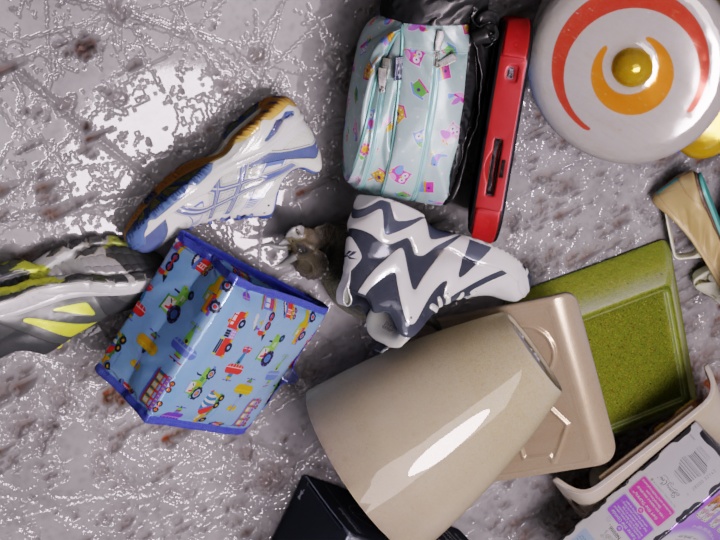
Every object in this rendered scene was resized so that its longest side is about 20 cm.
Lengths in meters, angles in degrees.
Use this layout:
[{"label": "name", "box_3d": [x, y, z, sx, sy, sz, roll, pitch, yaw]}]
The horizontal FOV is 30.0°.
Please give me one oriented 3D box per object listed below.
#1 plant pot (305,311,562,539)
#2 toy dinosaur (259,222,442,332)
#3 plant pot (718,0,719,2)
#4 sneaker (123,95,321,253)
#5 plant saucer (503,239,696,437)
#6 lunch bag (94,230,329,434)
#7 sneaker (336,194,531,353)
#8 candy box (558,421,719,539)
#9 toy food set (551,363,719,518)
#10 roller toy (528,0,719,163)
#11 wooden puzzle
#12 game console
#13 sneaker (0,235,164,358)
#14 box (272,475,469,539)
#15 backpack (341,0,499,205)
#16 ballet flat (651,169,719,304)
[{"label": "plant pot", "box_3d": [0.083, 0.133, 1.264, 0.200, 0.187, 0.187, -36, 113, 9]}, {"label": "toy dinosaur", "box_3d": [0.000, 0.000, 1.300, 0.102, 0.077, 0.200, -41, 119, 8]}, {"label": "plant pot", "box_3d": [0.468, -0.295, 1.317, 0.199, 0.176, 0.201, 16, 99, -22]}, {"label": "sneaker", "box_3d": [-0.120, -0.069, 1.227, 0.200, 0.075, 0.088, -38, 113, -5]}, {"label": "plant saucer", "box_3d": [0.267, 0.094, 1.419, 0.199, 0.048, 0.201, -19, 110, -13]}, {"label": "lunch bag", "box_3d": [-0.117, 0.074, 1.242, 0.200, 0.094, 0.151, 27, 98, -51]}, {"label": "sneaker", "box_3d": [0.061, 0.024, 1.243, 0.199, 0.079, 0.130, 24, 83, -34]}, {"label": "candy box", "box_3d": [0.317, 0.266, 1.411, 0.200, 0.072, 0.168, -43, 148, 7]}, {"label": "toy food set", "box_3d": [0.300, 0.187, 1.418, 0.200, 0.060, 0.144, -38, 148, 0]}, {"label": "roller toy", "box_3d": [0.245, -0.193, 1.223, 0.182, 0.140, 0.201, -9, 108, 12]}, {"label": "wooden puzzle", "box_3d": [0.141, 0.121, 1.358, 0.199, 0.046, 0.186, -13, 106, 14]}, {"label": "game console", "box_3d": [0.128, -0.134, 1.245, 0.031, 0.177, 0.201, 10, 102, 3]}, {"label": "sneaker", "box_3d": [-0.268, 0.027, 1.214, 0.199, 0.075, 0.085, -9, 132, -22]}, {"label": "box", "box_3d": [0.026, 0.306, 1.337, 0.199, 0.148, 0.107, 24, 95, -23]}, {"label": "backpack", "box_3d": [0.052, -0.162, 1.231, 0.126, 0.167, 0.201, 9, 104, 1]}, {"label": "ballet flat", "box_3d": [0.370, -0.017, 1.428, 0.063, 0.069, 0.200, -25, 111, 19]}]
